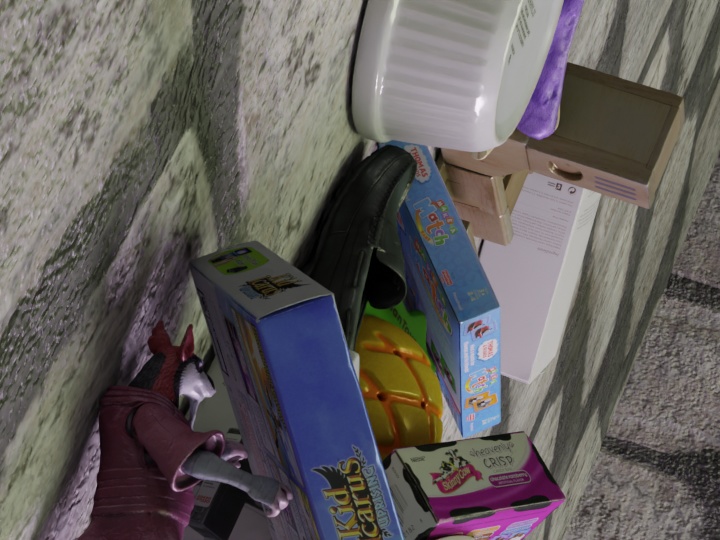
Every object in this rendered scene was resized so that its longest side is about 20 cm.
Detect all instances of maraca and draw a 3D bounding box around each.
[{"bbox_3d":[0.006,0.084,1.685,0.137,0.106,0.201,60,35,-34],"label":"maraca"}]

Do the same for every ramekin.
[{"bbox_3d":[0.072,-0.170,1.633,0.202,0.094,0.203,19,90,-78],"label":"ramekin"}]

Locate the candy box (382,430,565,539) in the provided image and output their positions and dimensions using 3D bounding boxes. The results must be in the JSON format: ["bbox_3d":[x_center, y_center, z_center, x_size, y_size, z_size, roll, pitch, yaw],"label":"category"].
[{"bbox_3d":[0.022,0.190,1.626,0.136,0.061,0.200,-3,144,-49],"label":"candy box"}]

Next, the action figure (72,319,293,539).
[{"bbox_3d":[-0.119,0.124,1.285,0.134,0.148,0.201,142,-49,-72],"label":"action figure"}]

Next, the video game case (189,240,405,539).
[{"bbox_3d":[-0.027,0.095,1.302,0.181,0.045,0.201,-146,-142,-73],"label":"video game case"}]

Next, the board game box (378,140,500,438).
[{"bbox_3d":[0.058,0.012,1.771,0.200,0.036,0.152,82,-14,-64],"label":"board game box"}]

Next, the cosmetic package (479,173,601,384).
[{"bbox_3d":[0.160,-0.009,2.296,0.108,0.084,0.201,-33,141,-70],"label":"cosmetic package"}]

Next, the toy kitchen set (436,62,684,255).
[{"bbox_3d":[0.142,-0.046,1.926,0.200,0.180,0.164,71,40,-64],"label":"toy kitchen set"}]

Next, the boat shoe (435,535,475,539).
[{"bbox_3d":[0.022,0.215,1.498,0.075,0.066,0.199,-48,159,27],"label":"boat shoe"}]

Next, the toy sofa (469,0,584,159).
[{"bbox_3d":[0.109,-0.185,1.773,0.083,0.097,0.201,-46,153,-65],"label":"toy sofa"}]

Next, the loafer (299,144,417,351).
[{"bbox_3d":[0.000,0.000,1.622,0.068,0.070,0.201,95,18,-51],"label":"loafer"}]

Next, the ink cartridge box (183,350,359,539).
[{"bbox_3d":[-0.075,0.150,1.482,0.145,0.083,0.201,91,22,-58],"label":"ink cartridge box"}]
